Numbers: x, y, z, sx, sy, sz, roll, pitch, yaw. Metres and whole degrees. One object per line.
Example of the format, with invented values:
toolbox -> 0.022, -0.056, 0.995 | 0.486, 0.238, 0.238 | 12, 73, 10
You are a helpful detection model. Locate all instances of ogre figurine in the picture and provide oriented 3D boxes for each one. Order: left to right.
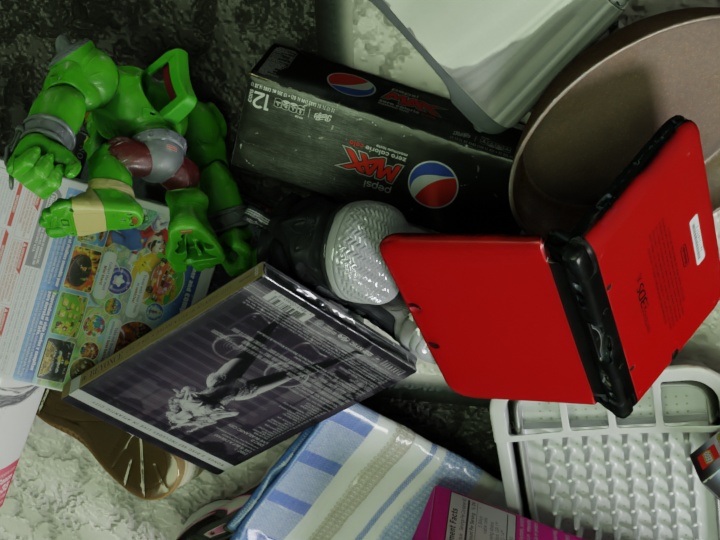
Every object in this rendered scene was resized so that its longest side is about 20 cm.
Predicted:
ogre figurine -> -0.139, -0.074, 0.916 | 0.198, 0.121, 0.098 | 11, 150, -28

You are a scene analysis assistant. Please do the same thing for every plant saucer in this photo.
plant saucer -> 0.177, -0.087, 0.859 | 0.198, 0.035, 0.201 | -15, 143, -11

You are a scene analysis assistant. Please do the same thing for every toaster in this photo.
toaster -> 0.070, -0.192, 0.836 | 0.129, 0.114, 0.200 | -39, 101, 24

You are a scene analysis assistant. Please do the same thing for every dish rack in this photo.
dish rack -> 0.189, 0.148, 1.028 | 0.169, 0.044, 0.202 | -5, 117, 14

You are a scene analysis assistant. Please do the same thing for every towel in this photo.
towel -> 0.017, 0.187, 1.055 | 0.199, 0.024, 0.147 | 31, 106, -25

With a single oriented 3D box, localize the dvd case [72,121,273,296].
dvd case -> -0.134, -0.005, 1.040 | 0.198, 0.022, 0.147 | 27, 121, 0

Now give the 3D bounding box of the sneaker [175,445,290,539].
sneaker -> -0.077, 0.204, 1.092 | 0.199, 0.086, 0.081 | -38, 91, 28

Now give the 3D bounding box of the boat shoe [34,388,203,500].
boat shoe -> -0.199, 0.092, 1.080 | 0.200, 0.065, 0.072 | 41, 109, 13

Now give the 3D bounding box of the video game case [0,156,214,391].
video game case -> -0.202, 0.010, 0.962 | 0.198, 0.018, 0.145 | 15, 97, -26

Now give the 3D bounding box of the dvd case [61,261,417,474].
dvd case -> -0.082, 0.072, 0.955 | 0.199, 0.016, 0.148 | -31, 134, 31

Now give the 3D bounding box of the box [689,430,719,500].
box -> 0.333, 0.162, 0.978 | 0.110, 0.035, 0.200 | -41, 111, 17

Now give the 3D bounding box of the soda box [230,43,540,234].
soda box -> 0.019, -0.081, 0.935 | 0.198, 0.063, 0.071 | 19, 121, 4

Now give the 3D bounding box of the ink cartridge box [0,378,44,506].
ink cartridge box -> -0.307, 0.065, 1.039 | 0.145, 0.083, 0.202 | 27, 104, 14

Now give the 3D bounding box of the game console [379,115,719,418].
game console -> 0.130, -0.002, 0.898 | 0.118, 0.173, 0.201 | 33, 164, 34

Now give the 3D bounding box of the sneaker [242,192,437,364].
sneaker -> 0.000, 0.000, 0.956 | 0.113, 0.076, 0.200 | 15, 166, 32

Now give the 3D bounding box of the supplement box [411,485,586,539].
supplement box -> 0.124, 0.250, 1.009 | 0.198, 0.104, 0.102 | 20, 114, 1
